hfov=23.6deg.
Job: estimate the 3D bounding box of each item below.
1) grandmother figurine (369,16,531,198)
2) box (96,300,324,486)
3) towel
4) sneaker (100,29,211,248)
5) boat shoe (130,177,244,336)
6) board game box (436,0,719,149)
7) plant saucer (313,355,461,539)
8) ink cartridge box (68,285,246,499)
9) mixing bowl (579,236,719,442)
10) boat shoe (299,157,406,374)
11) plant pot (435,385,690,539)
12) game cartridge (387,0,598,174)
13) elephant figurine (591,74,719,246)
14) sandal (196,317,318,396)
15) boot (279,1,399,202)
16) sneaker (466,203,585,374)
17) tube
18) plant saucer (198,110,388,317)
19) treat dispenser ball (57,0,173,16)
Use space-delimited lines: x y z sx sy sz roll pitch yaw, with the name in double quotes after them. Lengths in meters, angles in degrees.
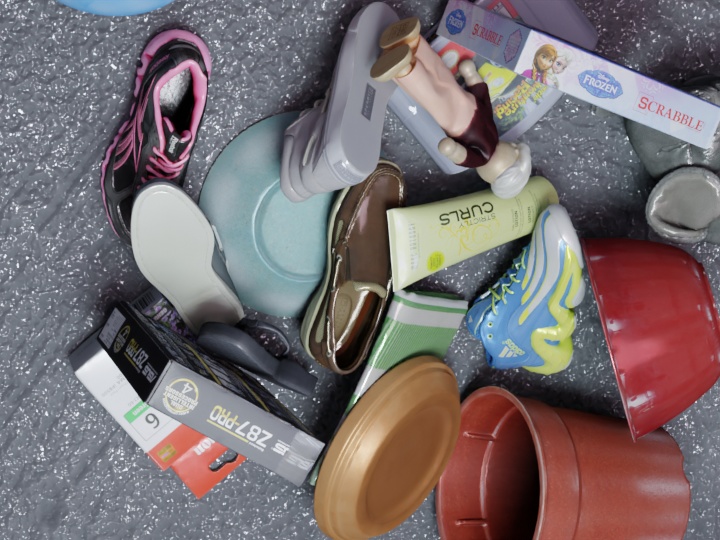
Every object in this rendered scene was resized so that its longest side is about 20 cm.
0.090 -0.141 1.563 0.200 0.060 0.122 46 52 -31 "grandmother figurine"
-0.134 0.103 1.493 0.160 0.200 0.049 30 91 -25 "box"
0.027 0.111 1.649 0.201 0.023 0.152 -64 156 9 "towel"
-0.176 -0.109 1.526 0.078 0.095 0.202 9 105 -21 "sneaker"
-0.159 -0.019 1.541 0.072 0.062 0.201 -22 137 2 "boat shoe"
0.189 -0.178 1.523 0.199 0.200 0.041 19 100 -22 "board game box"
0.034 0.177 1.650 0.200 0.037 0.201 -37 143 -33 "plant saucer"
-0.169 0.124 1.623 0.109 0.050 0.200 -40 113 -3 "ink cartridge box"
0.284 0.051 1.638 0.107 0.200 0.202 -15 112 7 "mixing bowl"
0.006 0.001 1.583 0.074 0.075 0.204 5 111 -26 "boat shoe"
0.206 0.221 1.703 0.194 0.201 0.203 6 105 -27 "plant pot"
0.125 -0.192 1.626 0.200 0.041 0.133 -43 118 -1 "game cartridge"
0.334 -0.082 1.663 0.141 0.155 0.202 -16 103 -27 "elephant figurine"
-0.093 0.071 1.578 0.076 0.200 0.043 20 83 19 "sandal"
-0.023 -0.152 1.555 0.074 0.095 0.201 42 47 -31 "boot"
0.157 0.028 1.660 0.104 0.076 0.201 -10 129 -8 "sneaker"
0.102 -0.041 1.615 0.199 0.052 0.058 -18 70 -37 "tube"
-0.052 -0.047 1.613 0.199 0.039 0.203 -5 107 -16 "plant saucer"
-0.199 -0.309 1.397 0.199 0.201 0.203 -5 108 -16 "treat dispenser ball"
